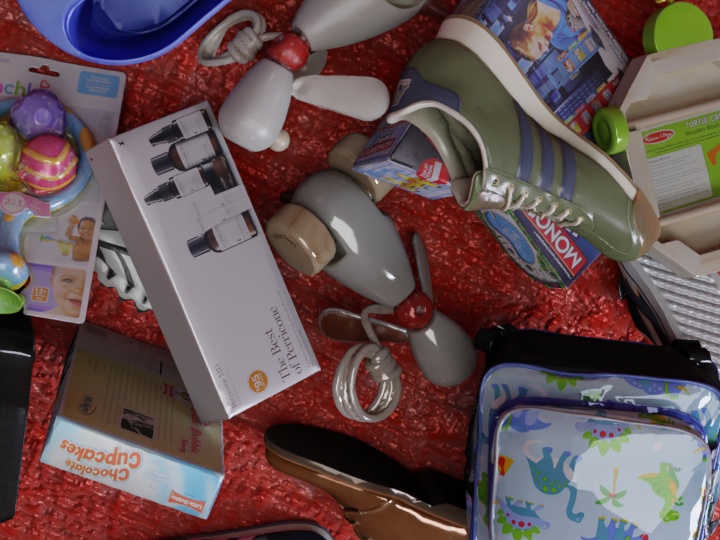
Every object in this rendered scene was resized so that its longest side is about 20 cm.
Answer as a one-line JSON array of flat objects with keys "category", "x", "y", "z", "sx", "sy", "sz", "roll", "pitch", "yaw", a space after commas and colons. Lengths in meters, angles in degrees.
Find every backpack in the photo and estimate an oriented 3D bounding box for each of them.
[{"category": "backpack", "x": 0.158, "y": 0.158, "z": 1.018, "sx": 0.181, "sy": 0.147, "sz": 0.202, "roll": 5, "pitch": 108, "yaw": 9}]

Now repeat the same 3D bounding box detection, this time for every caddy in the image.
[{"category": "caddy", "x": -0.140, "y": -0.229, "z": 0.973, "sx": 0.200, "sy": 0.105, "sz": 0.142, "roll": -39, "pitch": 108, "yaw": 7}]

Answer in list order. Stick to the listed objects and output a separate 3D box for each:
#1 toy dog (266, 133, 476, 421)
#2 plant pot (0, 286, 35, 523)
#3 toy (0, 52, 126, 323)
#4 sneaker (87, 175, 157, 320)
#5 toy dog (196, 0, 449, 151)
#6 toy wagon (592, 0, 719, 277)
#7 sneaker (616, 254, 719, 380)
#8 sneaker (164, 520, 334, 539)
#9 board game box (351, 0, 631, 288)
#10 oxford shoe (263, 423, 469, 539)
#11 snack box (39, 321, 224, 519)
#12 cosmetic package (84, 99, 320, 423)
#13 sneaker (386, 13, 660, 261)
[{"category": "toy dog", "x": 0.000, "y": 0.000, "z": 1.067, "sx": 0.131, "sy": 0.096, "sz": 0.201, "roll": -24, "pitch": 107, "yaw": -25}, {"category": "plant pot", "x": -0.324, "y": 0.083, "z": 1.019, "sx": 0.176, "sy": 0.200, "sz": 0.202, "roll": 6, "pitch": 107, "yaw": -19}, {"category": "toy", "x": -0.226, "y": -0.069, "z": 0.982, "sx": 0.114, "sy": 0.047, "sz": 0.201, "roll": 9, "pitch": 64, "yaw": -9}, {"category": "sneaker", "x": -0.165, "y": -0.033, "z": 1.053, "sx": 0.199, "sy": 0.067, "sz": 0.091, "roll": 33, "pitch": 103, "yaw": -10}, {"category": "toy dog", "x": -0.008, "y": -0.157, "z": 1.008, "sx": 0.200, "sy": 0.132, "sz": 0.096, "roll": -39, "pitch": 128, "yaw": 12}, {"category": "toy wagon", "x": 0.233, "y": -0.101, "z": 1.014, "sx": 0.154, "sy": 0.040, "sz": 0.202, "roll": -15, "pitch": 93, "yaw": -19}, {"category": "sneaker", "x": 0.225, "y": -0.008, "z": 1.101, "sx": 0.078, "sy": 0.079, "sz": 0.201, "roll": -19, "pitch": 84, "yaw": -5}, {"category": "sneaker", "x": -0.114, "y": 0.248, "z": 1.140, "sx": 0.198, "sy": 0.082, "sz": 0.071, "roll": -15, "pitch": 109, "yaw": 0}, {"category": "board game box", "x": 0.102, "y": -0.094, "z": 1.013, "sx": 0.200, "sy": 0.062, "sz": 0.200, "roll": -43, "pitch": 104, "yaw": -21}, {"category": "oxford shoe", "x": 0.007, "y": 0.180, "z": 1.139, "sx": 0.199, "sy": 0.071, "sz": 0.072, "roll": 26, "pitch": 107, "yaw": -14}, {"category": "snack box", "x": -0.155, "y": 0.099, "z": 1.026, "sx": 0.115, "sy": 0.200, "sz": 0.037, "roll": 21, "pitch": 103, "yaw": -11}, {"category": "cosmetic package", "x": -0.105, "y": -0.006, "z": 0.996, "sx": 0.082, "sy": 0.051, "sz": 0.201, "roll": -26, "pitch": 96, "yaw": -30}, {"category": "sneaker", "x": 0.097, "y": -0.062, "z": 0.938, "sx": 0.200, "sy": 0.067, "sz": 0.090, "roll": 46, "pitch": 66, "yaw": -8}]
